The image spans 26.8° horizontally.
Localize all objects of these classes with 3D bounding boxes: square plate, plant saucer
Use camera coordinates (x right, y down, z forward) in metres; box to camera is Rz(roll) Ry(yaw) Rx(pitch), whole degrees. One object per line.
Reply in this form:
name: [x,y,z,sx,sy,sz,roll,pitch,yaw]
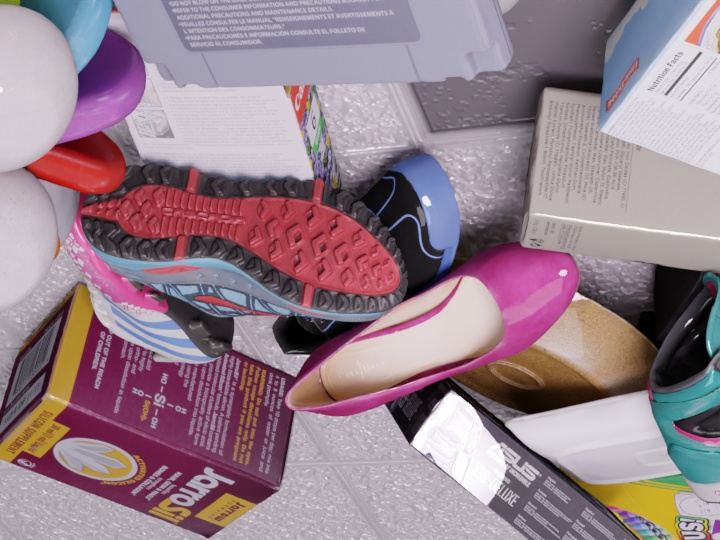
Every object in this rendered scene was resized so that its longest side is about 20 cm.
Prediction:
square plate: [0.216,0.112,1.027,0.198,0.029,0.198,-12,160,16]
plant saucer: [0.111,0.057,1.028,0.198,0.036,0.201,22,160,8]

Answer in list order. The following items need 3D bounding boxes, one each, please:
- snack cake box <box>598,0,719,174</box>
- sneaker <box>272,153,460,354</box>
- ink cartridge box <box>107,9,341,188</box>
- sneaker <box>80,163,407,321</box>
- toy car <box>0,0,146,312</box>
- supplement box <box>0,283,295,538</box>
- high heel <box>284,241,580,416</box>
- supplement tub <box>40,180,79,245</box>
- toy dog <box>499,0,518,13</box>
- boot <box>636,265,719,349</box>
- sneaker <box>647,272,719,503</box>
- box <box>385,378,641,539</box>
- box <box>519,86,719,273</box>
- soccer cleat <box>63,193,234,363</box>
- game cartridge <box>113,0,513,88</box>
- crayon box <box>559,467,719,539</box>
snack cake box: [0.208,-0.129,0.721,0.114,0.068,0.200,19,145,-10]
sneaker: [0.000,0.000,0.977,0.077,0.071,0.200,-20,158,-27]
ink cartridge box: [-0.082,-0.098,0.898,0.108,0.051,0.201,2,144,13]
sneaker: [-0.067,-0.011,0.925,0.198,0.080,0.096,15,160,5]
toy car: [-0.183,-0.086,0.781,0.149,0.175,0.202,-10,129,-34]
supplement box: [-0.167,0.114,1.179,0.199,0.104,0.131,25,142,-21]
high heel: [0.041,0.040,0.930,0.199,0.096,0.068,-21,93,40]
supplement tub: [-0.288,-0.054,0.949,0.198,0.124,0.123,-7,143,24]
toy dog: [0.010,-0.165,0.733,0.198,0.097,0.132,13,146,-5]
boot: [0.288,0.043,0.988,0.197,0.069,0.189,6,145,4]
sneaker: [0.247,0.045,0.868,0.199,0.084,0.121,-32,114,24]
box: [0.112,0.150,1.076,0.199,0.050,0.158,40,180,-7]
box: [0.194,-0.046,0.860,0.198,0.083,0.068,9,165,4]
soccer cleat: [-0.166,0.009,1.055,0.086,0.070,0.200,-11,141,28]
game cartridge: [-0.036,-0.147,0.703,0.198,0.041,0.134,3,139,29]
crayon box: [0.276,0.190,1.212,0.171,0.059,0.200,-12,140,29]
